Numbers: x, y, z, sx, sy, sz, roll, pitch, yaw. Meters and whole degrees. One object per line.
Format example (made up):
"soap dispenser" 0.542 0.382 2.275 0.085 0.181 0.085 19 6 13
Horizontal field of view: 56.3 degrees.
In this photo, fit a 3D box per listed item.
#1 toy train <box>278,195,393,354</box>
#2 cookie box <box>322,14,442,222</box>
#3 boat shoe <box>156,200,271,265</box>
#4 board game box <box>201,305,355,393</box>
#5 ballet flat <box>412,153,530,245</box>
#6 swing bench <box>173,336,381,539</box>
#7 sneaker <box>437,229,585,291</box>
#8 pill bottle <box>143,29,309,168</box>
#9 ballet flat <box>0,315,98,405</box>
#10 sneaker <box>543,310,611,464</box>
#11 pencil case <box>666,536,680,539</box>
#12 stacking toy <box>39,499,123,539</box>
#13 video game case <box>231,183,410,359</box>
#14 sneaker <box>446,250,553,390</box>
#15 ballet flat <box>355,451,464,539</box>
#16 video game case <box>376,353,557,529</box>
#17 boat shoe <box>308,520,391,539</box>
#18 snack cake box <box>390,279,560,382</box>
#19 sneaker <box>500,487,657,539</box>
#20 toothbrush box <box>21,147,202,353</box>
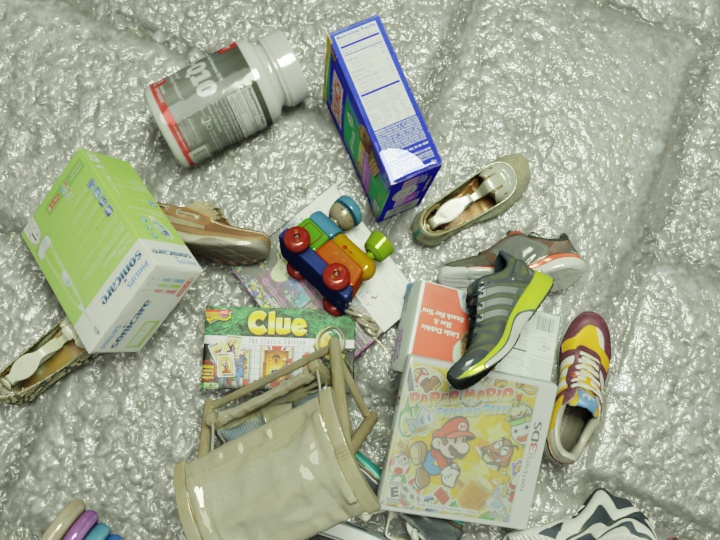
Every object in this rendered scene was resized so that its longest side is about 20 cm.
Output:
"toy train" 0.000 0.000 0.836 0.199 0.085 0.115 42 68 18
"cookie box" 0.021 -0.187 0.869 0.074 0.171 0.204 -21 81 -8
"boat shoe" -0.207 -0.056 0.876 0.195 0.076 0.073 8 70 14
"board game box" -0.104 0.101 0.862 0.194 0.023 0.108 1 82 1
"ballet flat" 0.158 -0.097 0.913 0.198 0.062 0.068 -35 84 -7
"swing bench" -0.089 0.203 0.755 0.196 0.200 0.132 -27 103 8
"sneaker" 0.198 -0.011 0.910 0.194 0.078 0.083 -4 54 -3
"pill bottle" -0.175 -0.232 0.897 0.197 0.114 0.116 -29 83 -6
"ballet flat" -0.384 0.100 0.858 0.199 0.075 0.068 -40 83 -7
"sneaker" 0.286 0.149 0.865 0.073 0.090 0.205 17 81 1
"pencil case" 0.329 0.411 0.828 0.196 0.091 0.095 -21 69 -7
"stacking toy" -0.294 0.370 0.820 0.198 0.085 0.086 34 81 -1
"video game case" -0.044 0.019 0.901 0.180 0.036 0.201 -39 84 -7
"sneaker" 0.150 0.057 0.794 0.080 0.074 0.200 38 55 8
"ballet flat" 0.037 0.295 0.846 0.198 0.073 0.074 33 81 1
"video game case" 0.129 0.210 0.813 0.195 0.023 0.187 12 93 -12
"boat shoe" -0.037 0.344 0.840 0.196 0.070 0.068 23 79 -6
"snack cake box" 0.147 0.094 0.862 0.195 0.067 0.118 15 81 -12
"sneaker" 0.278 0.335 0.847 0.197 0.129 0.081 -28 82 33
"toothbrush box" -0.308 -0.023 0.826 0.146 0.086 0.201 -47 66 17
